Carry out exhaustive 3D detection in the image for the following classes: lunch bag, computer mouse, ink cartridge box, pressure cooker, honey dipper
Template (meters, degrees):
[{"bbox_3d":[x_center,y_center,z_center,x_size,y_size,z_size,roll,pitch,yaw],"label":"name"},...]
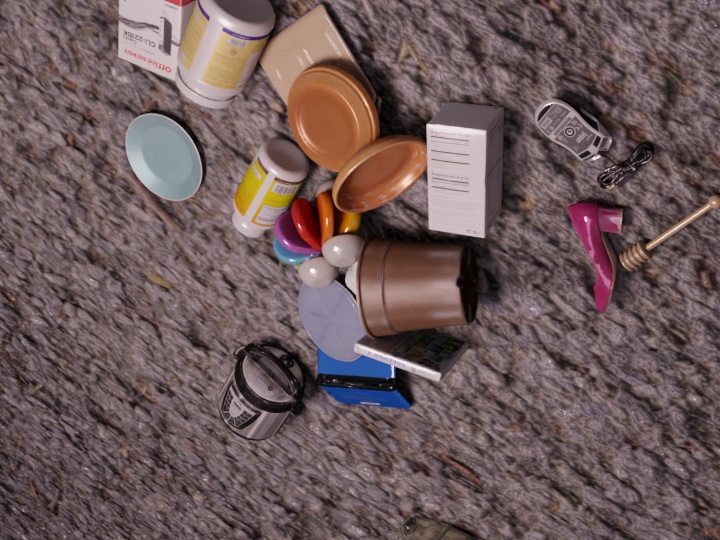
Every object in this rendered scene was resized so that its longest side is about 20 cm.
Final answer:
[{"bbox_3d":[0.168,0.698,2.151,0.166,0.139,0.203,21,129,36],"label":"lunch bag"},{"bbox_3d":[0.380,-0.223,1.501,0.199,0.044,0.110,38,135,-4],"label":"computer mouse"},{"bbox_3d":[-0.382,-0.486,1.727,0.143,0.084,0.202,24,129,14],"label":"ink cartridge box"},{"bbox_3d":[-0.222,0.268,2.064,0.173,0.181,0.201,14,134,-24],"label":"pressure cooker"},{"bbox_3d":[0.525,-0.067,1.526,0.038,0.038,0.200,44,126,-4],"label":"honey dipper"}]

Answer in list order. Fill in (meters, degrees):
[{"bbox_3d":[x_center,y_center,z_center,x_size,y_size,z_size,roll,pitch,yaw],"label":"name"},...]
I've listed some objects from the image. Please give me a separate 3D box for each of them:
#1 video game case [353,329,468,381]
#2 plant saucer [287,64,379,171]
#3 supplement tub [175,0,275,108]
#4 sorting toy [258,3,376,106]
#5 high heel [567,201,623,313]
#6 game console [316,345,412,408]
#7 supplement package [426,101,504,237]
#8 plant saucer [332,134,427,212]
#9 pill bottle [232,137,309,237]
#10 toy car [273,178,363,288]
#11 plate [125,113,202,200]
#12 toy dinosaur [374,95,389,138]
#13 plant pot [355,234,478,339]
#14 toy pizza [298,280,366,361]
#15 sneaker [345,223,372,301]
[{"bbox_3d":[0.104,0.152,1.792,0.180,0.200,0.022,18,108,18],"label":"video game case"},{"bbox_3d":[-0.057,-0.270,1.640,0.198,0.037,0.203,20,129,26],"label":"plant saucer"},{"bbox_3d":[-0.254,-0.415,1.661,0.145,0.146,0.201,37,130,2],"label":"supplement tub"},{"bbox_3d":[-0.081,-0.364,1.675,0.184,0.036,0.202,-23,102,37],"label":"sorting toy"},{"bbox_3d":[0.406,-0.022,1.592,0.094,0.067,0.203,8,120,18],"label":"high heel"},{"bbox_3d":[0.010,0.215,2.000,0.197,0.120,0.171,1,151,29],"label":"game console"},{"bbox_3d":[0.185,-0.179,1.589,0.108,0.114,0.203,10,123,22],"label":"supplement package"},{"bbox_3d":[0.034,-0.180,1.637,0.201,0.198,0.038,-50,60,40],"label":"plant saucer"},{"bbox_3d":[-0.187,-0.160,1.811,0.109,0.109,0.201,38,130,2],"label":"pill bottle"},{"bbox_3d":[-0.094,-0.076,1.751,0.200,0.148,0.177,-40,52,40],"label":"toy car"},{"bbox_3d":[-0.418,-0.246,1.940,0.197,0.026,0.203,15,125,22],"label":"plate"},{"bbox_3d":[0.007,-0.243,1.680,0.088,0.048,0.199,35,142,-18],"label":"toy dinosaur"},{"bbox_3d":[0.116,0.028,1.722,0.195,0.201,0.203,-2,119,20],"label":"plant pot"},{"bbox_3d":[-0.055,0.100,1.929,0.198,0.032,0.203,25,129,34],"label":"toy pizza"},{"bbox_3d":[0.000,0.000,1.836,0.079,0.070,0.203,1,120,31],"label":"sneaker"}]
